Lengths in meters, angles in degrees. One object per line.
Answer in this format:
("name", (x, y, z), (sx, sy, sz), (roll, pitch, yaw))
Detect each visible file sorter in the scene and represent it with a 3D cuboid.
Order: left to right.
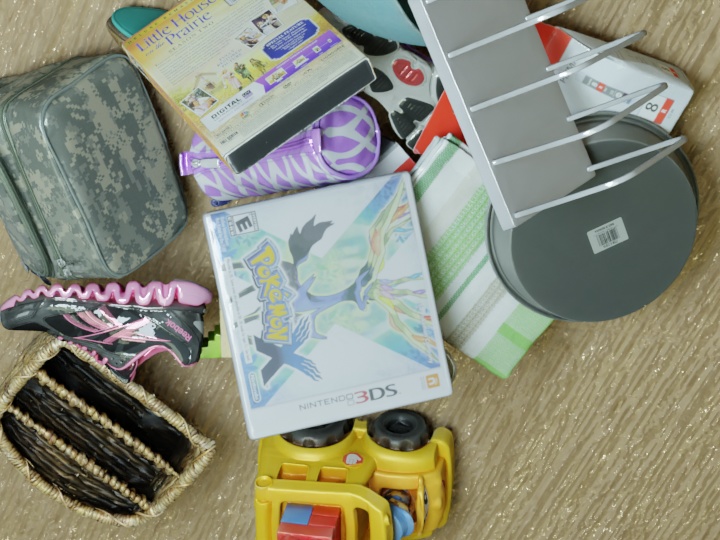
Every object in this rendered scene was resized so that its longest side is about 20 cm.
("file sorter", (0.157, -0.158, 1.470), (0.124, 0.139, 0.200), (-16, 100, 41))

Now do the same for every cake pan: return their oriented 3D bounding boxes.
("cake pan", (0.210, -0.040, 1.625), (0.200, 0.037, 0.200), (-5, 114, -11))

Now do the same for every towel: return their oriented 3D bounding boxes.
("towel", (0.100, -0.012, 1.650), (0.200, 0.031, 0.149), (37, 96, -23))

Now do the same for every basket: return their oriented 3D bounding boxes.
("basket", (-0.266, 0.165, 1.809), (0.200, 0.149, 0.143), (39, 81, -14))

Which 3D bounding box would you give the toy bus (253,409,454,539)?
("toy bus", (-0.013, 0.234, 1.812), (0.200, 0.192, 0.136), (3, 118, 5))

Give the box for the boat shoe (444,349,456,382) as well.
("boat shoe", (-0.003, 0.046, 1.631), (0.200, 0.057, 0.067), (36, 88, -10))

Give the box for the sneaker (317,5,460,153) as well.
("sneaker", (0.038, -0.177, 1.643), (0.081, 0.083, 0.200), (-42, 123, 15))

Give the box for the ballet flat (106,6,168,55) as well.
("ballet flat", (-0.133, -0.186, 1.673), (0.200, 0.068, 0.072), (8, 135, -1))

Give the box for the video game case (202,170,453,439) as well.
("video game case", (-0.027, 0.030, 1.585), (0.182, 0.022, 0.200), (-12, 96, -7))

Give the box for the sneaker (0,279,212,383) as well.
("sneaker", (-0.236, 0.057, 1.705), (0.200, 0.079, 0.095), (-1, 89, 4))

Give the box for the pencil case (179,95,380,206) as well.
("pencil case", (-0.073, -0.110, 1.644), (0.200, 0.085, 0.084), (-8, 84, 46))

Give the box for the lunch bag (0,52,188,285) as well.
("lunch bag", (-0.276, -0.090, 1.705), (0.168, 0.139, 0.200), (2, 123, 41))

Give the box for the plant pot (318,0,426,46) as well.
("plant pot", (0.017, -0.282, 1.531), (0.135, 0.200, 0.200), (1, 123, 37))

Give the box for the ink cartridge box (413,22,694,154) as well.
("ink cartridge box", (0.171, -0.131, 1.625), (0.200, 0.050, 0.162), (14, 123, -24))

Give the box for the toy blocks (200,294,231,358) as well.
("toy blocks", (-0.059, 0.010, 1.756), (0.200, 0.100, 0.137), (-1, 111, -3))

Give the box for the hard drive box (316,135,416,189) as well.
("hard drive box", (0.000, 0.000, 1.685), (0.200, 0.077, 0.156), (-43, 105, -2))

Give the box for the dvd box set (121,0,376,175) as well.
("dvd box set", (-0.098, -0.177, 1.559), (0.146, 0.200, 0.029), (-36, 137, -9))
